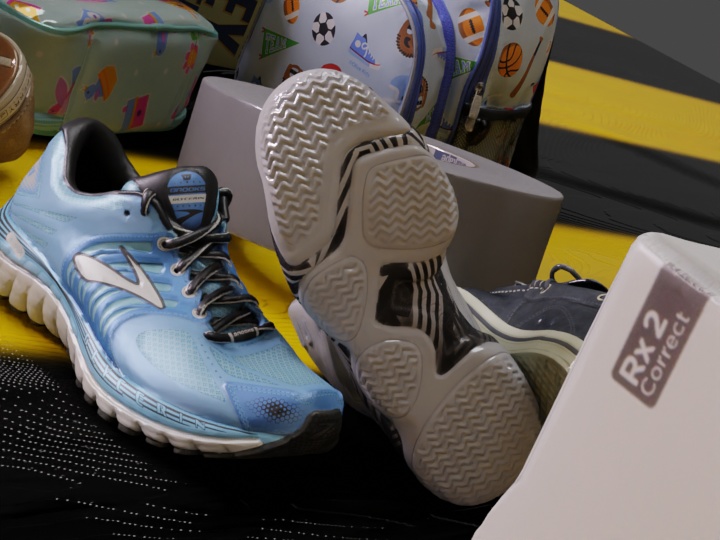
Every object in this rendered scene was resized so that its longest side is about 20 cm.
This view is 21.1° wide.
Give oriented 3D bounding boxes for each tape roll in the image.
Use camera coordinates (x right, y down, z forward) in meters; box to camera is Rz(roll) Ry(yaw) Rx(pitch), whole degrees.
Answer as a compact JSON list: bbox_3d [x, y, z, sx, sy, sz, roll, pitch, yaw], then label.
[{"bbox_3d":[0.003,-0.041,1.018,0.200,0.066,0.200,18,7,-2],"label":"tape roll"}]

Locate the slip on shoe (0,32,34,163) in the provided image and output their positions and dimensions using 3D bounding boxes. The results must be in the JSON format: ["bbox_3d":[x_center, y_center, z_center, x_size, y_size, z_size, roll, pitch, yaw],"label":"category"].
[{"bbox_3d":[-0.249,-0.109,0.961,0.200,0.076,0.061,19,-25,14],"label":"slip on shoe"}]

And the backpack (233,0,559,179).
[{"bbox_3d":[0.025,-0.142,1.199,0.200,0.191,0.154,33,19,27],"label":"backpack"}]

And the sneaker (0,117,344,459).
[{"bbox_3d":[-0.079,0.004,0.773,0.200,0.090,0.078,37,21,33],"label":"sneaker"}]

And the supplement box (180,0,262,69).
[{"bbox_3d":[-0.152,-0.248,1.385,0.200,0.134,0.200,7,24,-42],"label":"supplement box"}]

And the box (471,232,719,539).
[{"bbox_3d":[0.129,0.126,0.481,0.131,0.199,0.200,8,23,-41],"label":"box"}]

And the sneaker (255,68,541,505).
[{"bbox_3d":[0.000,0.000,0.809,0.200,0.075,0.115,63,-12,-25],"label":"sneaker"}]

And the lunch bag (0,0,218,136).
[{"bbox_3d":[-0.187,-0.139,1.101,0.160,0.077,0.200,28,17,21],"label":"lunch bag"}]

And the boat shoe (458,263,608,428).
[{"bbox_3d":[0.087,0.039,0.857,0.062,0.075,0.200,-25,11,-14],"label":"boat shoe"}]
